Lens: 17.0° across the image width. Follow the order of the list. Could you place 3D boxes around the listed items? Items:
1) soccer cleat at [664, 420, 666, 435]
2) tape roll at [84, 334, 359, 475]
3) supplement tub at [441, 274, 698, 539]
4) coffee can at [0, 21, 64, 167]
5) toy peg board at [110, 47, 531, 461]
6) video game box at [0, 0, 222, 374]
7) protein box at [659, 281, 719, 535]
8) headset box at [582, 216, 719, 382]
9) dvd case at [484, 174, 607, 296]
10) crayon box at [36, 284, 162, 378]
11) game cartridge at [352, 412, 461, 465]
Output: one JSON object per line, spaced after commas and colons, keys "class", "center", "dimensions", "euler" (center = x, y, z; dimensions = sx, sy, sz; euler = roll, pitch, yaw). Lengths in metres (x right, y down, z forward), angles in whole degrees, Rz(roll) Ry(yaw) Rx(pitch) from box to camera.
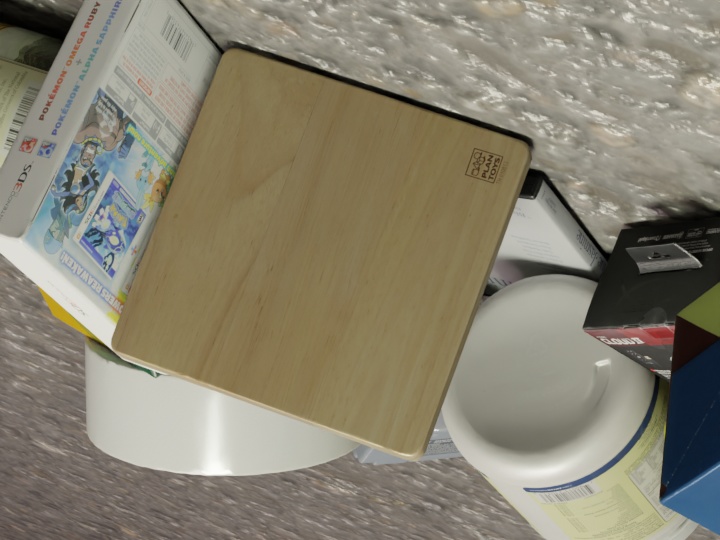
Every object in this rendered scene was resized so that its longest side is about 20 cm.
{"class": "soccer cleat", "center": [0.240, 0.135, 1.527], "dimensions": [0.084, 0.065, 0.200], "euler": [15, 165, 48]}
{"class": "tape roll", "center": [-0.091, 0.077, 1.675], "dimensions": [0.202, 0.071, 0.202], "euler": [0, -165, 0]}
{"class": "supplement tub", "center": [0.151, 0.105, 1.598], "dimensions": [0.145, 0.145, 0.200], "euler": [13, 161, 30]}
{"class": "coffee can", "center": [-0.234, -0.087, 1.564], "dimensions": [0.200, 0.147, 0.146], "euler": [18, 163, 15]}
{"class": "toy peg board", "center": [-0.017, -0.004, 1.466], "dimensions": [0.199, 0.200, 0.098], "euler": [19, 171, 12]}
{"class": "video game box", "center": [-0.136, -0.057, 1.468], "dimensions": [0.047, 0.183, 0.200], "euler": [13, 160, 29]}
{"class": "protein box", "center": [0.300, 0.072, 1.269], "dimensions": [0.200, 0.135, 0.199], "euler": [28, 138, -19]}
{"class": "headset box", "center": [0.245, 0.037, 1.450], "dimensions": [0.200, 0.077, 0.149], "euler": [31, 162, -24]}
{"class": "dvd case", "center": [0.090, -0.021, 1.573], "dimensions": [0.142, 0.018, 0.200], "euler": [12, 161, 31]}
{"class": "crayon box", "center": [-0.143, -0.005, 1.653], "dimensions": [0.200, 0.126, 0.052], "euler": [26, 146, 55]}
{"class": "game cartridge", "center": [0.100, 0.111, 1.801], "dimensions": [0.199, 0.042, 0.133], "euler": [-5, 162, -10]}
